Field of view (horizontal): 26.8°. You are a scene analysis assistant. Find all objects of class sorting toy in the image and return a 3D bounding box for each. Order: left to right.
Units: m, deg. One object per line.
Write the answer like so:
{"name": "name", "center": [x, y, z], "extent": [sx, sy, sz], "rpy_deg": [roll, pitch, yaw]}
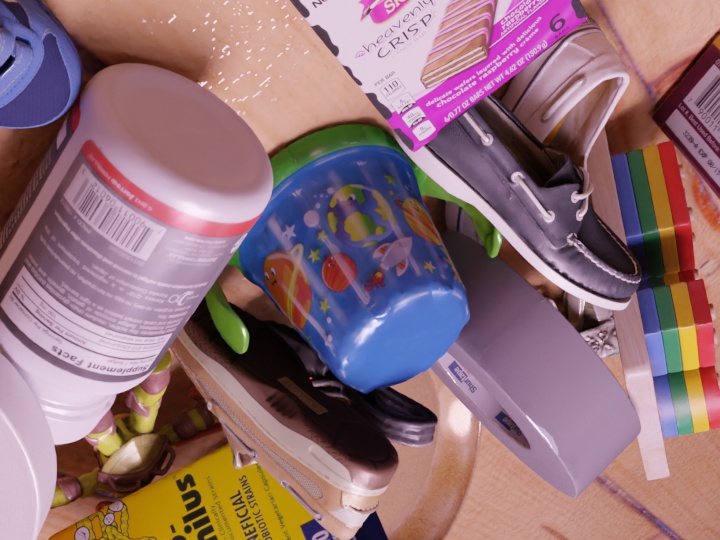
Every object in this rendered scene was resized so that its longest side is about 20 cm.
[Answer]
{"name": "sorting toy", "center": [0.220, 0.022, 1.117], "extent": [0.069, 0.202, 0.199], "rpy_deg": [-11, 150, 10]}

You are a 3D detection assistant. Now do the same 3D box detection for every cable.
{"name": "cable", "center": [-0.018, 0.081, 1.020], "extent": [0.097, 0.199, 0.051], "rpy_deg": [8, 107, -51]}

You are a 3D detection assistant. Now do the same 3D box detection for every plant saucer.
{"name": "plant saucer", "center": [0.033, 0.144, 1.201], "extent": [0.199, 0.035, 0.203], "rpy_deg": [-24, 119, -52]}

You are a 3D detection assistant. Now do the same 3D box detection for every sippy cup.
{"name": "sippy cup", "center": [0.000, 0.000, 0.963], "extent": [0.177, 0.131, 0.139], "rpy_deg": [-39, 148, 9]}

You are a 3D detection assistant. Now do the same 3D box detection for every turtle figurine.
{"name": "turtle figurine", "center": [-0.170, 0.122, 1.036], "extent": [0.198, 0.065, 0.162], "rpy_deg": [-22, 147, -18]}

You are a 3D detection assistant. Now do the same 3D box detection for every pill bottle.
{"name": "pill bottle", "center": [-0.143, -0.005, 0.841], "extent": [0.115, 0.116, 0.201], "rpy_deg": [4, 133, -45]}

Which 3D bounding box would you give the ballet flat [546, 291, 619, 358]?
{"name": "ballet flat", "center": [0.169, 0.049, 1.247], "extent": [0.198, 0.072, 0.072], "rpy_deg": [-20, 146, -33]}

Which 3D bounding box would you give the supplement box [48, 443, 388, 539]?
{"name": "supplement box", "center": [-0.093, 0.191, 1.042], "extent": [0.198, 0.110, 0.109], "rpy_deg": [-28, 164, 8]}

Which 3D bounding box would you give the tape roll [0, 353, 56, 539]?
{"name": "tape roll", "center": [-0.269, 0.106, 0.838], "extent": [0.200, 0.037, 0.205], "rpy_deg": [3, 120, 5]}

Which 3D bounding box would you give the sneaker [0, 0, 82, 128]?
{"name": "sneaker", "center": [-0.193, -0.106, 0.694], "extent": [0.074, 0.083, 0.200], "rpy_deg": [-40, 150, 9]}

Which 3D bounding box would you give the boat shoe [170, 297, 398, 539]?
{"name": "boat shoe", "center": [-0.066, 0.093, 0.956], "extent": [0.071, 0.200, 0.077], "rpy_deg": [-5, 129, -48]}

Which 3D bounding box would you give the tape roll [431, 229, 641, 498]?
{"name": "tape roll", "center": [0.105, 0.066, 1.073], "extent": [0.066, 0.200, 0.201], "rpy_deg": [-43, 149, -7]}

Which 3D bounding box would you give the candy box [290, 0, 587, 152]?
{"name": "candy box", "center": [0.035, -0.166, 0.837], "extent": [0.136, 0.061, 0.200], "rpy_deg": [-37, 148, 6]}

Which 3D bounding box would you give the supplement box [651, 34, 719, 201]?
{"name": "supplement box", "center": [0.328, -0.097, 1.149], "extent": [0.199, 0.111, 0.086], "rpy_deg": [6, 132, -46]}

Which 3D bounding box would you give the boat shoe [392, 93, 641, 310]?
{"name": "boat shoe", "center": [0.112, -0.052, 0.967], "extent": [0.199, 0.076, 0.060], "rpy_deg": [35, 119, -16]}

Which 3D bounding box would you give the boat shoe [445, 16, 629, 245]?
{"name": "boat shoe", "center": [0.123, -0.075, 1.031], "extent": [0.070, 0.070, 0.201], "rpy_deg": [-5, 138, -38]}
